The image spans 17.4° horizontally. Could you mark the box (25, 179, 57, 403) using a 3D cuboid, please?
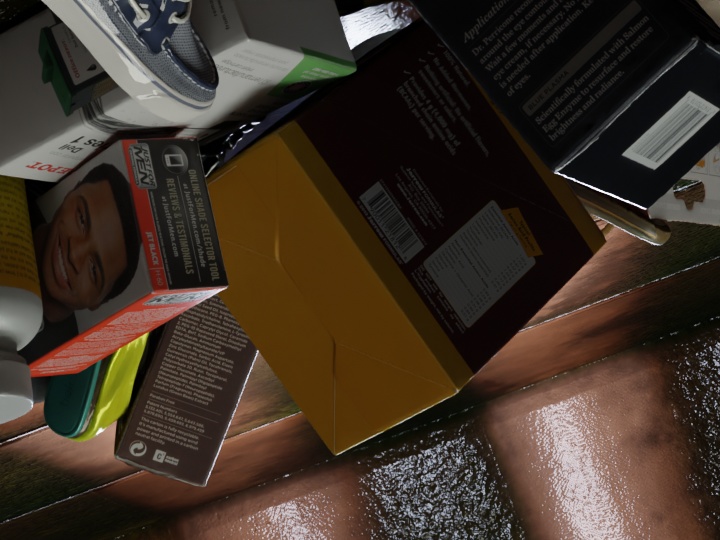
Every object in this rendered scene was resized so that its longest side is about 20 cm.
[{"bbox_3d":[-0.274,0.018,1.641,0.199,0.149,0.104,-13,-158,-28],"label":"box"}]

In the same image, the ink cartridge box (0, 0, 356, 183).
[{"bbox_3d":[-0.127,-0.128,1.457,0.199,0.085,0.146,-25,166,24],"label":"ink cartridge box"}]

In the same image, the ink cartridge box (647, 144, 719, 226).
[{"bbox_3d":[0.218,-0.135,1.694,0.050,0.202,0.161,0,179,30],"label":"ink cartridge box"}]

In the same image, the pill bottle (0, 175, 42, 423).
[{"bbox_3d":[-0.260,-0.005,1.475,0.112,0.201,0.113,-9,164,-3],"label":"pill bottle"}]

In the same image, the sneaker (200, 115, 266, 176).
[{"bbox_3d":[-0.098,-0.105,1.566,0.199,0.079,0.070,-16,171,20],"label":"sneaker"}]

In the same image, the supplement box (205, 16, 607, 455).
[{"bbox_3d":[0.018,-0.029,1.537,0.133,0.198,0.200,-30,-172,45],"label":"supplement box"}]

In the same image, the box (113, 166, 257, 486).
[{"bbox_3d":[-0.108,0.039,1.660,0.074,0.201,0.100,18,-165,-9],"label":"box"}]

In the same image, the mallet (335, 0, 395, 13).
[{"bbox_3d":[0.010,-0.184,1.548,0.199,0.041,0.066,-10,166,-22],"label":"mallet"}]

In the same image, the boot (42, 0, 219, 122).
[{"bbox_3d":[-0.111,-0.157,1.271,0.090,0.073,0.200,-26,143,17],"label":"boot"}]

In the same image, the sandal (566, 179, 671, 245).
[{"bbox_3d":[0.129,-0.046,1.680,0.199,0.054,0.080,18,-170,22],"label":"sandal"}]

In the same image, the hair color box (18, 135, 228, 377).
[{"bbox_3d":[-0.168,-0.005,1.499,0.061,0.102,0.200,-4,164,-38],"label":"hair color box"}]

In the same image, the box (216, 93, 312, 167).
[{"bbox_3d":[-0.081,-0.076,1.808,0.116,0.061,0.200,-15,166,-20],"label":"box"}]

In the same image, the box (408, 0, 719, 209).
[{"bbox_3d":[0.125,-0.155,1.412,0.117,0.200,0.196,-43,161,13],"label":"box"}]

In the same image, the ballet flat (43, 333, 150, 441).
[{"bbox_3d":[-0.163,0.025,1.603,0.067,0.067,0.201,-9,126,-49],"label":"ballet flat"}]

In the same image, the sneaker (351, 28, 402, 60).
[{"bbox_3d":[0.040,-0.119,1.749,0.199,0.081,0.146,-19,163,-34],"label":"sneaker"}]

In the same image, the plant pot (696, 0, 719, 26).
[{"bbox_3d":[0.286,-0.214,1.555,0.173,0.202,0.200,6,159,-19],"label":"plant pot"}]
